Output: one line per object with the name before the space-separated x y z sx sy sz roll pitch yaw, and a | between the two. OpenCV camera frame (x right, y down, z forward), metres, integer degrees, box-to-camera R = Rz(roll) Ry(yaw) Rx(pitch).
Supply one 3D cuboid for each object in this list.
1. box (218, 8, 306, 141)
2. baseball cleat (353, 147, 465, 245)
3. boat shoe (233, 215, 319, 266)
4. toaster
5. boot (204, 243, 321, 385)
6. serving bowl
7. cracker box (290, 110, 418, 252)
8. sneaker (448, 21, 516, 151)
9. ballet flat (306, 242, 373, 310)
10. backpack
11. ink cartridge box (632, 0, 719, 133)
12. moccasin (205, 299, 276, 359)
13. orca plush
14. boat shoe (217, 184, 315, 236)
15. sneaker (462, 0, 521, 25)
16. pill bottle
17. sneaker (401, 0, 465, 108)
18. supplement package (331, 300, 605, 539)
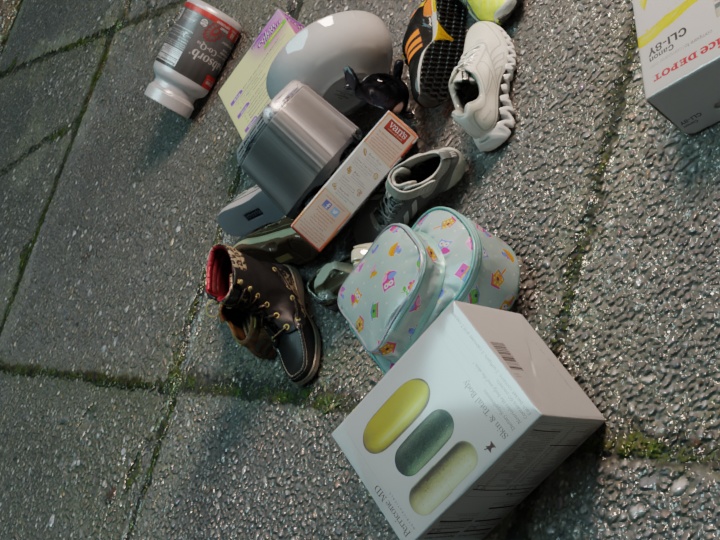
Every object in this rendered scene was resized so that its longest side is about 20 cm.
box | -0.121 -0.289 1.887 0.176 0.096 0.200 -52 37 16
baseball cleat | 0.045 -0.097 1.535 0.200 0.106 0.070 -43 69 27
boat shoe | -0.114 -0.043 1.751 0.201 0.075 0.075 -9 42 47
toaster | -0.087 -0.172 1.642 0.114 0.129 0.200 -50 3 -34
boot | -0.135 0.056 1.623 0.073 0.150 0.201 -35 50 29
serving bowl | -0.034 -0.279 1.701 0.200 0.199 0.066 -44 62 25
cracker box | -0.006 -0.121 1.585 0.200 0.058 0.134 -50 2 6
sneaker | 0.154 -0.253 1.523 0.075 0.081 0.202 -32 44 39
ballet flat | 0.000 0.000 1.564 0.199 0.072 0.073 -27 48 40
backpack | 0.081 0.027 1.361 0.200 0.153 0.176 -49 31 8
ink cartridge box | 0.372 -0.269 1.245 0.145 0.083 0.202 -29 47 39
moccasin | -0.181 0.057 1.751 0.074 0.077 0.202 -49 37 18
orca plush | 0.028 -0.265 1.619 0.105 0.200 0.072 29 100 23
boat shoe | -0.134 -0.108 1.814 0.199 0.072 0.066 -22 28 39
sneaker | 0.153 -0.398 1.621 0.076 0.076 0.200 -52 37 12
pill bottle | -0.315 -0.393 2.190 0.116 0.115 0.201 33 95 55
sneaker | 0.093 -0.297 1.647 0.090 0.070 0.202 -28 43 48
supplement package | 0.109 0.160 1.207 0.200 0.150 0.152 -48 59 20
